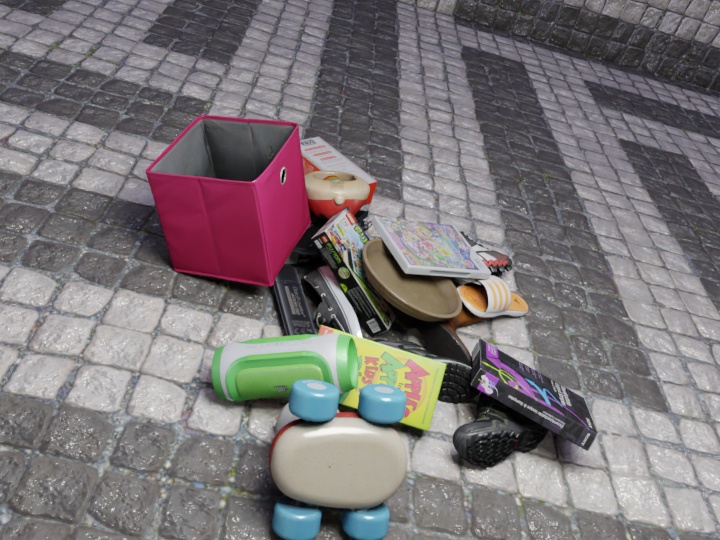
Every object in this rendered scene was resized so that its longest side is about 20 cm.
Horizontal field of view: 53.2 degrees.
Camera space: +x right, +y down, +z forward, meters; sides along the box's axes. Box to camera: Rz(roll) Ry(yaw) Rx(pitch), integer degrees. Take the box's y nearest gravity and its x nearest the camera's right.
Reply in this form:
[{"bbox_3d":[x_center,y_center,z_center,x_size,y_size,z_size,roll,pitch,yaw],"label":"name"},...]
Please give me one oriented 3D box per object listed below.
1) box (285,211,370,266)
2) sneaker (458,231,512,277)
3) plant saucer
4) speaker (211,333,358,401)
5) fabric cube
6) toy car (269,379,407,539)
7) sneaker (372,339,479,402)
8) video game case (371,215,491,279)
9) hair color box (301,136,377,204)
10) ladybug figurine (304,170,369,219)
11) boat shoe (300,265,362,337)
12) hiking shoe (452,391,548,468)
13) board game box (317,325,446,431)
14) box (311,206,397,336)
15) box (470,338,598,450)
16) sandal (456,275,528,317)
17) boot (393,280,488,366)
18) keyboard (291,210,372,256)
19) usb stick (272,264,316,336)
[{"bbox_3d":[-0.102,-0.079,1.396,0.197,0.050,0.158,-7,42,-31],"label":"box"},{"bbox_3d":[0.215,-0.032,1.434,0.197,0.071,0.100,1,69,-22],"label":"sneaker"},{"bbox_3d":[0.084,0.019,1.224,0.198,0.030,0.201,26,27,-14],"label":"plant saucer"},{"bbox_3d":[-0.105,0.137,1.016,0.196,0.090,0.089,-6,33,11],"label":"speaker"},{"bbox_3d":[-0.211,-0.122,1.216,0.196,0.202,0.197,8,39,16],"label":"fabric cube"},{"bbox_3d":[-0.043,0.223,0.955,0.174,0.188,0.200,6,8,-17],"label":"toy car"},{"bbox_3d":[0.105,0.149,1.165,0.196,0.077,0.088,12,29,-8],"label":"sneaker"},{"bbox_3d":[0.129,-0.041,1.302,0.197,0.018,0.144,4,38,-36],"label":"video game case"},{"bbox_3d":[-0.069,-0.214,1.584,0.101,0.062,0.200,-21,51,-42],"label":"hair color box"},{"bbox_3d":[-0.050,-0.140,1.350,0.133,0.073,0.200,2,15,-5],"label":"ladybug figurine"},{"bbox_3d":[-0.052,0.070,1.211,0.065,0.071,0.201,-19,50,-11],"label":"boat shoe"},{"bbox_3d":[0.200,0.234,1.101,0.197,0.077,0.101,0,31,-39],"label":"hiking shoe"},{"bbox_3d":[0.020,0.160,1.080,0.197,0.103,0.048,17,-7,-1],"label":"board game box"},{"bbox_3d":[0.000,0.000,1.244,0.202,0.034,0.110,57,32,-13],"label":"box"},{"bbox_3d":[0.264,0.188,1.114,0.198,0.036,0.143,31,15,1],"label":"box"},{"bbox_3d":[0.257,0.041,1.347,0.204,0.060,0.079,3,39,-45],"label":"sandal"},{"bbox_3d":[0.172,0.104,1.285,0.188,0.069,0.198,41,28,27],"label":"boot"},{"bbox_3d":[-0.050,-0.062,1.337,0.102,0.040,0.200,9,30,28],"label":"keyboard"},{"bbox_3d":[-0.116,0.058,1.221,0.055,0.033,0.201,8,36,-26],"label":"usb stick"}]
